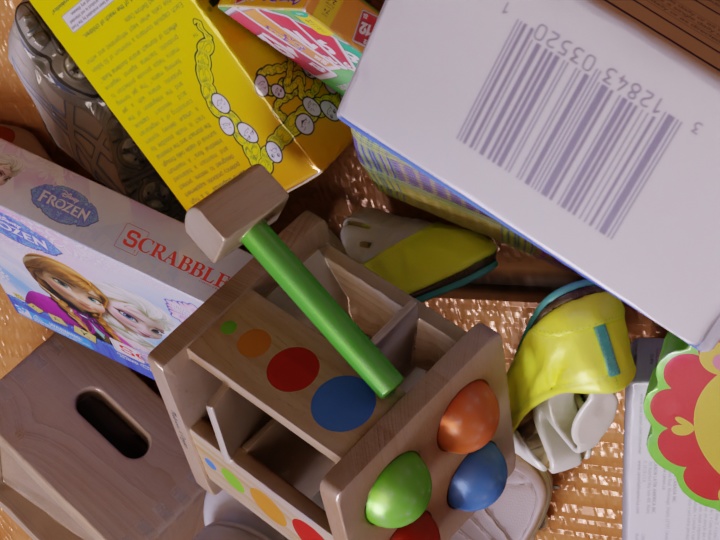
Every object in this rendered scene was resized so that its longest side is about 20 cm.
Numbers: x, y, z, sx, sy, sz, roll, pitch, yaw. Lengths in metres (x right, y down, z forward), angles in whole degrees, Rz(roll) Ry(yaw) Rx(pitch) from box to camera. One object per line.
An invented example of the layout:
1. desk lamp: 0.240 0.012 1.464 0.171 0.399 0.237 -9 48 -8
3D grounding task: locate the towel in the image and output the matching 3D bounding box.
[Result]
1. towel: 0.063 -0.040 0.768 0.143 0.023 0.200 24 176 9

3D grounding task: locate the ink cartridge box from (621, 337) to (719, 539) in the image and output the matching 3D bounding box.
1. ink cartridge box: 0.249 0.119 0.856 0.198 0.057 0.164 1 125 10

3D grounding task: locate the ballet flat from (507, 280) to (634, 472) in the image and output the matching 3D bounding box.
1. ballet flat: 0.107 0.074 0.837 0.200 0.066 0.067 106 142 -65

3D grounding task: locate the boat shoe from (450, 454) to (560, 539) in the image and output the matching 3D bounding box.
1. boat shoe: 0.074 0.174 1.005 0.073 0.062 0.200 49 135 14

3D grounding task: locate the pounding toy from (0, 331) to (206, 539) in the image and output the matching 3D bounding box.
1. pounding toy: -0.191 0.115 1.098 0.200 0.142 0.184 41 152 11

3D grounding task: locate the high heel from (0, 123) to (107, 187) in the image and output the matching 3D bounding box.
1. high heel: -0.221 -0.037 1.034 0.198 0.067 0.097 19 124 20

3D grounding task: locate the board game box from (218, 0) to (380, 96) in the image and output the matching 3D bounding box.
1. board game box: 0.028 -0.089 0.766 0.199 0.030 0.095 29 175 -31

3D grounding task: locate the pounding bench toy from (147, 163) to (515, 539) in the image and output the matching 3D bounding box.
1. pounding bench toy: -0.010 0.056 0.774 0.155 0.124 0.201 32 152 32

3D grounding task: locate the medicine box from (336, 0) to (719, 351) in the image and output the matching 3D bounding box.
1. medicine box: 0.118 -0.088 0.655 0.181 0.200 0.103 33 121 9

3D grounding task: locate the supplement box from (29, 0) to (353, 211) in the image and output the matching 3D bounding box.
1. supplement box: -0.084 -0.141 0.828 0.109 0.109 0.201 -24 108 46

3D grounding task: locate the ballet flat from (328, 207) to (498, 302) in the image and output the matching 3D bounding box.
1. ballet flat: 0.000 0.000 0.911 0.199 0.067 0.067 -26 92 51

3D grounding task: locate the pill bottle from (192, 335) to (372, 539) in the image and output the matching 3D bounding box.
1. pill bottle: -0.029 0.139 0.941 0.110 0.200 0.111 19 133 22

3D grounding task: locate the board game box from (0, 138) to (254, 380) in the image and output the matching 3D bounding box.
1. board game box: -0.144 0.012 0.937 0.199 0.041 0.200 24 158 13

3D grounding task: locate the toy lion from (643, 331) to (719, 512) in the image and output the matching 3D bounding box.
1. toy lion: 0.247 0.096 0.779 0.190 0.069 0.201 -5 124 27

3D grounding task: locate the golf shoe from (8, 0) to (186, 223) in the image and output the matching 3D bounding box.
1. golf shoe: -0.152 -0.087 0.959 0.201 0.078 0.097 57 148 -6
